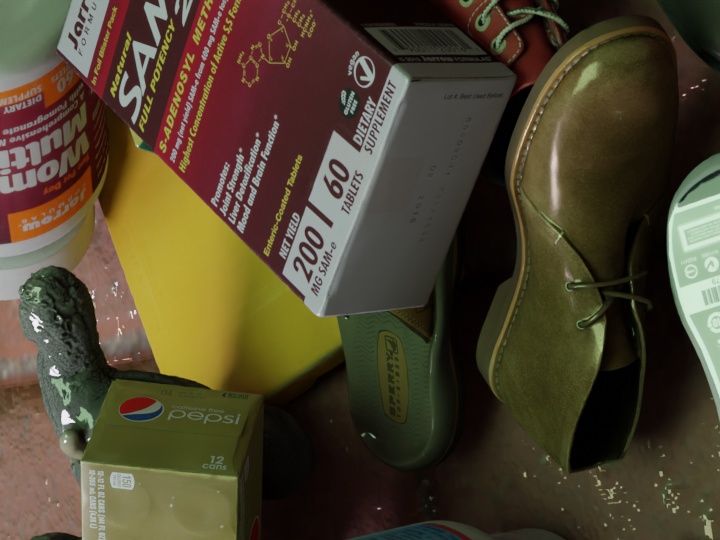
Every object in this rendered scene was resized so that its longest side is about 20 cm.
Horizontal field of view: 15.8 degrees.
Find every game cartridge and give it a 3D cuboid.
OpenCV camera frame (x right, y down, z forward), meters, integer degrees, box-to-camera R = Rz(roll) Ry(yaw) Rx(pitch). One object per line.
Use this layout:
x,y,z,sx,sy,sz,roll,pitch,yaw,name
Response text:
-0.048,-0.033,1.215,0.200,0.032,0.177,-35,70,47,game cartridge

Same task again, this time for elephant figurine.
-0.086,0.109,1.187,0.142,0.154,0.201,58,139,38,elephant figurine

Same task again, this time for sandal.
0.000,0.000,1.091,0.082,0.054,0.201,24,128,42,sandal

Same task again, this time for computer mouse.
0.171,0.050,0.974,0.109,0.044,0.201,-18,81,31,computer mouse

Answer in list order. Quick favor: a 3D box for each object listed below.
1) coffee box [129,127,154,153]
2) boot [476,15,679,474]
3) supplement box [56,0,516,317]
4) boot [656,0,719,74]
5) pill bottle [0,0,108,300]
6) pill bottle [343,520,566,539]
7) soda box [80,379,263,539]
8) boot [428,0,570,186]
-0.051,-0.158,1.146,0.200,0.044,0.123,-54,39,30,coffee box
0.096,-0.006,1.006,0.076,0.073,0.201,-118,26,-44,boot
-0.035,-0.083,1.031,0.200,0.061,0.109,44,125,37,supplement box
0.077,-0.159,0.944,0.069,0.174,0.201,-38,67,28,boot
-0.172,-0.075,1.200,0.110,0.109,0.200,55,161,26,pill bottle
0.008,0.162,1.054,0.108,0.199,0.110,9,102,46,pill bottle
-0.080,0.149,1.110,0.067,0.064,0.201,5,121,5,soda box
0.050,-0.141,1.014,0.144,0.072,0.201,-125,30,-57,boot
